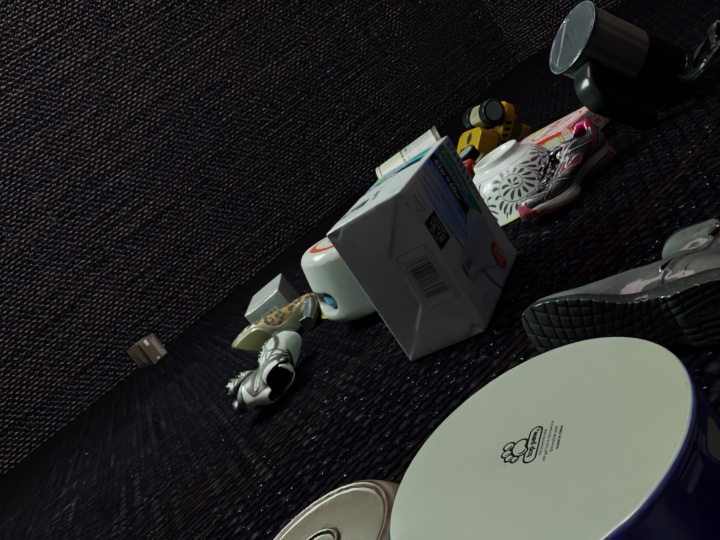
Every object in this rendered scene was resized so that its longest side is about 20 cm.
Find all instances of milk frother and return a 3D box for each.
[{"bbox_3d":[0.430,-0.344,1.019,0.183,0.185,0.201,-89,22,-44],"label":"milk frother"}]

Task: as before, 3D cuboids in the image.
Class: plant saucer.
[{"bbox_3d":[-0.030,0.238,0.531,0.199,0.035,0.200,-35,10,7],"label":"plant saucer"}]

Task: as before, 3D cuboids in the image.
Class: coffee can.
[{"bbox_3d":[0.160,-0.274,1.802,0.198,0.147,0.147,-33,11,15],"label":"coffee can"}]

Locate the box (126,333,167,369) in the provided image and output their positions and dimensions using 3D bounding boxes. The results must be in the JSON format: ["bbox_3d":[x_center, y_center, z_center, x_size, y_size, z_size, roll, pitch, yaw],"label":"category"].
[{"bbox_3d":[-0.858,0.325,2.660,0.075,0.101,0.199,-42,12,-34],"label":"box"}]

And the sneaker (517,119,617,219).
[{"bbox_3d":[0.300,-0.147,1.003,0.200,0.075,0.080,-42,12,-24],"label":"sneaker"}]

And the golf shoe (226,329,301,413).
[{"bbox_3d":[-0.133,0.167,1.108,0.093,0.079,0.200,-9,26,30],"label":"golf shoe"}]

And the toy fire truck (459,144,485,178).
[{"bbox_3d":[0.170,-0.158,1.393,0.175,0.129,0.201,-19,32,56],"label":"toy fire truck"}]

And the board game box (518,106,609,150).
[{"bbox_3d":[0.363,-0.244,1.267,0.151,0.047,0.199,-39,10,-38],"label":"board game box"}]

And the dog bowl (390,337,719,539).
[{"bbox_3d":[0.116,0.132,0.386,0.199,0.079,0.200,-35,10,7],"label":"dog bowl"}]

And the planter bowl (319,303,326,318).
[{"bbox_3d":[-0.025,0.005,1.380,0.199,0.084,0.201,-35,11,7],"label":"planter bowl"}]

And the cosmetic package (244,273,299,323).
[{"bbox_3d":[-0.213,0.087,1.636,0.106,0.091,0.200,-39,14,2],"label":"cosmetic package"}]

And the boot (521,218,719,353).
[{"bbox_3d":[0.243,0.015,0.550,0.198,0.071,0.132,-11,22,42],"label":"boot"}]

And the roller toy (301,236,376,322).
[{"bbox_3d":[0.000,0.000,1.165,0.180,0.142,0.200,-20,14,23],"label":"roller toy"}]

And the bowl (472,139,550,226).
[{"bbox_3d":[0.257,-0.163,1.156,0.199,0.095,0.201,-36,11,8],"label":"bowl"}]

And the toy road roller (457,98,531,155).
[{"bbox_3d":[0.315,-0.298,1.566,0.123,0.143,0.204,-170,96,-75],"label":"toy road roller"}]

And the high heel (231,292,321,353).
[{"bbox_3d":[-0.175,0.111,1.424,0.197,0.072,0.143,-20,18,11],"label":"high heel"}]

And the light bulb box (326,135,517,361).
[{"bbox_3d":[0.089,-0.033,0.858,0.124,0.200,0.200,-26,16,35],"label":"light bulb box"}]
